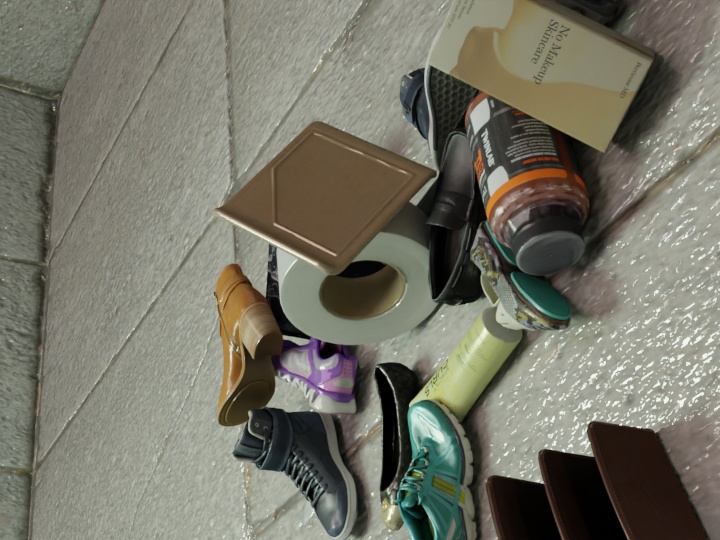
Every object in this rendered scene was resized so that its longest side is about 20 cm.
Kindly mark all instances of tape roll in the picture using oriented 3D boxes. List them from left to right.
[{"bbox_3d":[0.000,0.000,1.345,0.203,0.201,0.071,-54,31,37],"label":"tape roll"}]

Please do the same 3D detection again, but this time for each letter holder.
[{"bbox_3d":[0.201,0.232,0.926,0.101,0.141,0.201,-57,33,34],"label":"letter holder"}]

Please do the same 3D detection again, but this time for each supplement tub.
[{"bbox_3d":[0.174,-0.095,1.157,0.107,0.106,0.202,-50,37,42],"label":"supplement tub"}]

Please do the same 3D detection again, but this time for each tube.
[{"bbox_3d":[0.112,0.124,1.250,0.201,0.052,0.058,-59,4,40],"label":"tube"}]

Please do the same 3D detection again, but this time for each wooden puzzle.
[{"bbox_3d":[-0.039,-0.083,1.272,0.184,0.200,0.037,27,145,31],"label":"wooden puzzle"}]

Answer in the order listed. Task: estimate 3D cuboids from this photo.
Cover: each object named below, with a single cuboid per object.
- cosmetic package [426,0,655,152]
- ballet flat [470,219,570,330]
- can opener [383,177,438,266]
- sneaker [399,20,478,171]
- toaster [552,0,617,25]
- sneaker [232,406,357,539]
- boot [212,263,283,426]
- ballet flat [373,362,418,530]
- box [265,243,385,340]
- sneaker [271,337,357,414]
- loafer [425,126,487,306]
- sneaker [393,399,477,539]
[{"bbox_3d":[0.177,-0.209,1.099,0.106,0.199,0.071,-67,-9,23],"label":"cosmetic package"},{"bbox_3d":[0.164,0.021,1.172,0.072,0.071,0.201,-64,25,25],"label":"ballet flat"},{"bbox_3d":[0.084,-0.077,1.380,0.200,0.053,0.067,-53,37,37],"label":"can opener"},{"bbox_3d":[0.096,-0.238,1.352,0.147,0.076,0.204,-109,18,-50],"label":"sneaker"},{"bbox_3d":[0.184,-0.302,1.211,0.129,0.113,0.201,-50,38,35],"label":"toaster"},{"bbox_3d":[-0.090,0.261,1.455,0.077,0.145,0.203,-59,34,28],"label":"sneaker"},{"bbox_3d":[-0.174,0.105,1.576,0.155,0.073,0.201,54,130,41],"label":"boot"},{"bbox_3d":[0.036,0.210,1.345,0.066,0.056,0.202,-31,52,55],"label":"ballet flat"},{"bbox_3d":[-0.048,-0.023,1.555,0.182,0.103,0.202,-32,51,56],"label":"box"},{"bbox_3d":[-0.060,0.124,1.537,0.200,0.080,0.089,29,110,56],"label":"sneaker"},{"bbox_3d":[0.109,-0.060,1.262,0.068,0.070,0.203,10,101,47],"label":"loafer"},{"bbox_3d":[0.077,0.235,1.217,0.077,0.079,0.202,-38,51,49],"label":"sneaker"}]
